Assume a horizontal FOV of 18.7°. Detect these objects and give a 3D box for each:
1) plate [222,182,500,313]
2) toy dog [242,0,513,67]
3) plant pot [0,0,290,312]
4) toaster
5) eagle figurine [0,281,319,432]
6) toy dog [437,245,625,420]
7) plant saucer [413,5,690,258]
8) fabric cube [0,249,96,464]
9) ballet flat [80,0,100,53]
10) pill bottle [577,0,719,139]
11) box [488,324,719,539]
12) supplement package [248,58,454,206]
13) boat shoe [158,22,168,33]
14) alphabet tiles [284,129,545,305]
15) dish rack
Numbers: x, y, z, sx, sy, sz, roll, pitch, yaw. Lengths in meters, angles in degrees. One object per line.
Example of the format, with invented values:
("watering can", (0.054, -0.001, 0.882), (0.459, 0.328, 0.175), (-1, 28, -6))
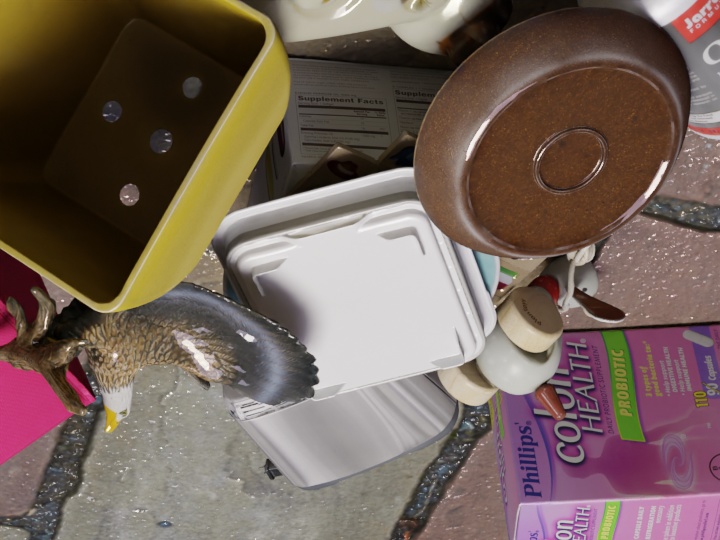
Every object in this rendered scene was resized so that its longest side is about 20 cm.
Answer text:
("plate", (0.000, 0.000, 1.563), (0.199, 0.026, 0.201), (-5, 139, -4))
("toy dog", (0.015, -0.197, 1.427), (0.199, 0.140, 0.194), (9, 120, -32))
("plant pot", (-0.155, -0.098, 1.385), (0.200, 0.200, 0.176), (-60, 164, 2))
("toaster", (-0.026, 0.093, 1.780), (0.199, 0.114, 0.129), (-23, 132, 22))
("eagle figurine", (-0.148, 0.044, 1.502), (0.199, 0.152, 0.151), (-10, 152, -35))
("toy dog", (0.150, 0.052, 1.679), (0.096, 0.200, 0.132), (49, 144, 4))
("plant saucer", (0.133, -0.081, 1.443), (0.199, 0.035, 0.201), (-12, 132, -13))
("fabric cube", (-0.344, 0.042, 1.578), (0.199, 0.200, 0.196), (-34, 133, 2))
("ballet flat", (-0.214, -0.144, 1.539), (0.062, 0.068, 0.200), (-11, 152, -39))
("pill bottle", (0.218, -0.187, 1.486), (0.116, 0.116, 0.200), (-29, 134, 25))
("box", (0.215, 0.145, 1.816), (0.199, 0.176, 0.097), (-3, 139, -2))
("supplement package", (0.002, -0.045, 1.625), (0.155, 0.111, 0.200), (3, 137, -11))
("boat shoe", (-0.133, -0.218, 1.444), (0.066, 0.072, 0.201), (-16, 142, 4))
("alphabet tiles", (0.035, -0.024, 1.564), (0.200, 0.008, 0.167), (23, 131, -29))
("dish rack", (-0.001, 0.021, 1.536), (0.171, 0.044, 0.200), (-14, 137, 9))
